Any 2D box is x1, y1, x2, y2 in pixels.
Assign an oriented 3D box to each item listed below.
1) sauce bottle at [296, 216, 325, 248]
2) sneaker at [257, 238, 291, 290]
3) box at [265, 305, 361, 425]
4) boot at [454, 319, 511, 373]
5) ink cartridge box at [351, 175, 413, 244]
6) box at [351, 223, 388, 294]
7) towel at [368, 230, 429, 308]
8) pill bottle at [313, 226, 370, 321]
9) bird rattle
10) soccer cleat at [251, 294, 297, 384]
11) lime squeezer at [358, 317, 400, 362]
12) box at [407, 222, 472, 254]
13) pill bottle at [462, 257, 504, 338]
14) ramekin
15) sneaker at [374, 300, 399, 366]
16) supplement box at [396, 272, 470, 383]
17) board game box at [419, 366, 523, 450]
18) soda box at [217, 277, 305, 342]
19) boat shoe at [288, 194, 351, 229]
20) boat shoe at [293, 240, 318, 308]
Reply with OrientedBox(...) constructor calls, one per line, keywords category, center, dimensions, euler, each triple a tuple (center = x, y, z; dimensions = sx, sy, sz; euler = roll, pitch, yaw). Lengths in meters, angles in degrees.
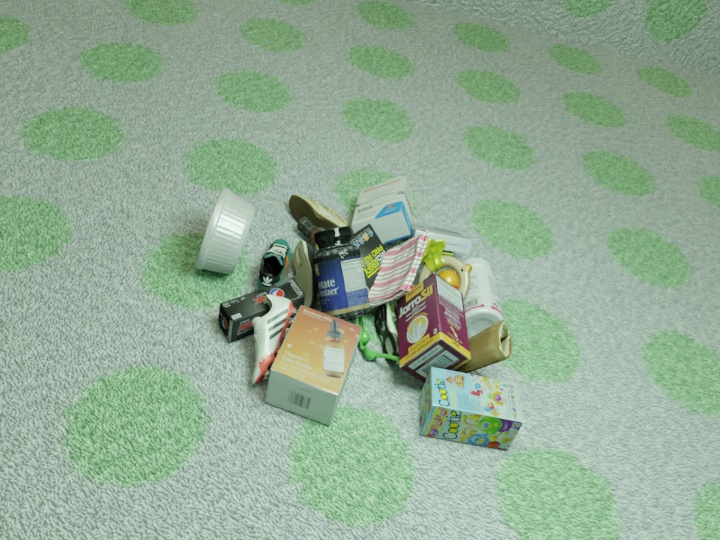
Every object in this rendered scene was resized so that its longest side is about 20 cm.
OrientedBox(category="sauce bottle", center=(-0.089, -0.067, 1.838), dimensions=(0.064, 0.066, 0.200), euler=(-24, 56, -36))
OrientedBox(category="sneaker", center=(-0.205, -0.021, 1.738), dimensions=(0.070, 0.081, 0.202), euler=(12, 41, -4))
OrientedBox(category="box", center=(-0.097, 0.198, 1.514), dimensions=(0.149, 0.108, 0.202), euler=(18, 41, 3))
OrientedBox(category="boot", center=(0.247, 0.163, 1.593), dimensions=(0.066, 0.199, 0.178), euler=(33, 41, -27))
OrientedBox(category="ink cartridge box", center=(0.063, -0.156, 1.903), dimensions=(0.143, 0.086, 0.202), euler=(-16, 28, 18))
OrientedBox(category="box", center=(0.000, 0.000, 1.749), dimensions=(0.199, 0.044, 0.162), euler=(-38, 97, -44))
OrientedBox(category="towel", center=(0.087, -0.005, 1.695), dimensions=(0.030, 0.145, 0.202), euler=(41, 49, -22))
OrientedBox(category="pill bottle", center=(-0.046, 0.008, 1.610), dimensions=(0.110, 0.111, 0.205), euler=(-11, 89, -28))
OrientedBox(category="bird rattle", center=(0.184, 0.029, 1.726), dimensions=(0.160, 0.113, 0.204), euler=(16, 76, 23))
OrientedBox(category="soccer cleat", center=(-0.205, 0.146, 1.533), dimensions=(0.084, 0.069, 0.204), euler=(25, 65, -6))
OrientedBox(category="lime squeezer", center=(0.023, 0.156, 1.626), dimensions=(0.037, 0.071, 0.201), euler=(4, 38, -41))
OrientedBox(category="box", center=(0.201, -0.089, 1.899), dimensions=(0.152, 0.042, 0.200), euler=(10, 8, -7))
OrientedBox(category="pill bottle", center=(0.292, 0.070, 1.771), dimensions=(0.110, 0.115, 0.203), euler=(10, 42, -6))
OrientedBox(category="ramekin", center=(-0.318, -0.087, 1.697), dimensions=(0.092, 0.204, 0.205), euler=(20, 40, -11))
OrientedBox(category="sneaker", center=(0.090, 0.138, 1.677), dimensions=(0.087, 0.077, 0.203), euler=(8, 47, -24))
OrientedBox(category="supplement box", center=(0.160, 0.130, 1.588), dimensions=(0.102, 0.130, 0.203), euler=(33, 34, -27))
OrientedBox(category="board game box", center=(0.231, 0.294, 1.514), dimensions=(0.195, 0.105, 0.106), euler=(12, 41, -5))
OrientedBox(category="soda box", center=(-0.223, 0.089, 1.619), dimensions=(0.197, 0.072, 0.063), euler=(-19, 50, -34))
OrientedBox(category="boat shoe", center=(-0.109, -0.142, 1.918), dimensions=(0.199, 0.075, 0.066), euler=(38, 33, 21))
OrientedBox(category="boat shoe", center=(-0.121, 0.013, 1.740), dimensions=(0.067, 0.072, 0.203), euler=(23, 41, -30))
